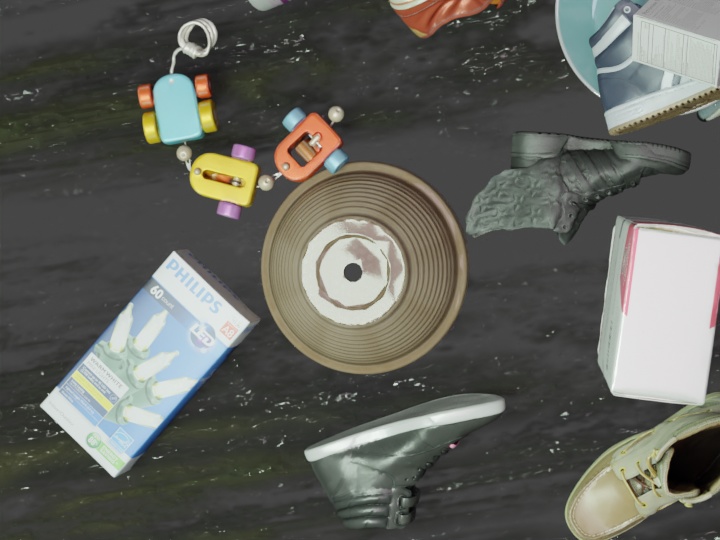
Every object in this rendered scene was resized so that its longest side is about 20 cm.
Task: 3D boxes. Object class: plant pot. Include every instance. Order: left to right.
[{"bbox_3d":[0.000,0.000,1.652,0.199,0.093,0.203,1,94,8],"label":"plant pot"}]

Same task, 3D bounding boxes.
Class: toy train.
[{"bbox_3d":[-0.112,-0.135,1.679,0.200,0.056,0.150,41,92,7],"label":"toy train"}]

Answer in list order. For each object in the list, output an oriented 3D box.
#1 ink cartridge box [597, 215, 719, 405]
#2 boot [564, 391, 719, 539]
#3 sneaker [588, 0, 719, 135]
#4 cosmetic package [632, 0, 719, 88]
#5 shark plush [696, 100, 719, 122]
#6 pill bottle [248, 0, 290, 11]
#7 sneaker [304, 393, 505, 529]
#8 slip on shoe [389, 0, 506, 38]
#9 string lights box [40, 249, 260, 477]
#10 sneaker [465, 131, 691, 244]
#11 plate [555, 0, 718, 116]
[{"bbox_3d":[0.261,0.030,1.563,0.082,0.200,0.148,7,95,4],"label":"ink cartridge box"},{"bbox_3d":[0.266,0.185,1.593,0.200,0.155,0.072,-36,88,8],"label":"boot"},{"bbox_3d":[0.291,-0.201,1.556,0.199,0.070,0.109,-21,82,28],"label":"sneaker"},{"bbox_3d":[0.313,-0.231,1.500,0.082,0.200,0.051,24,138,28],"label":"cosmetic package"},{"bbox_3d":[0.387,-0.177,1.590,0.091,0.083,0.200,40,98,4],"label":"shark plush"},{"bbox_3d":[-0.024,-0.324,1.626,0.199,0.112,0.113,-20,90,9],"label":"pill bottle"},{"bbox_3d":[0.054,0.183,1.670,0.199,0.071,0.100,-19,92,15],"label":"sneaker"},{"bbox_3d":[0.123,-0.276,1.637,0.199,0.074,0.061,-26,122,4],"label":"slip on shoe"},{"bbox_3d":[-0.200,0.087,1.702,0.103,0.059,0.200,42,98,5],"label":"string lights box"},{"bbox_3d":[0.200,-0.072,1.638,0.198,0.060,0.105,7,93,13],"label":"sneaker"},{"bbox_3d":[0.277,-0.239,1.621,0.199,0.026,0.202,-1,88,17],"label":"plate"}]
